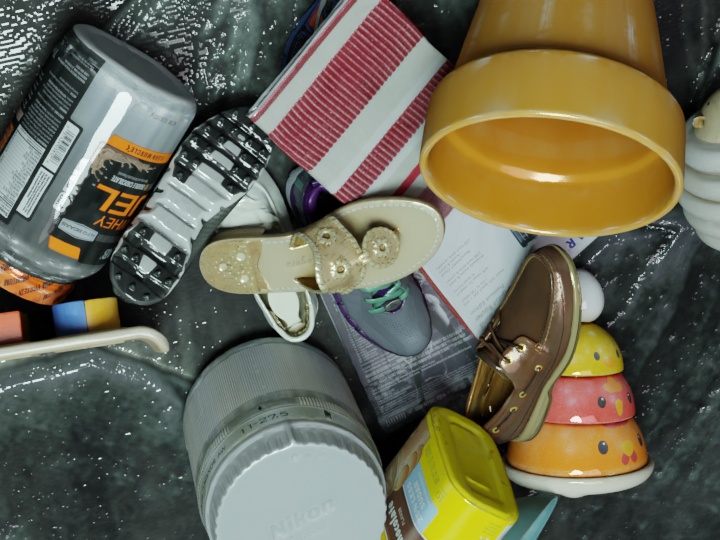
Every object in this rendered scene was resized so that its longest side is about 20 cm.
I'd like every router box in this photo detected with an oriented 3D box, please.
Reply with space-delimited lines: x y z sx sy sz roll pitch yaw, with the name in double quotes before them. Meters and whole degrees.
"router box" 0.123 -0.071 1.226 0.200 0.049 0.180 -41 116 -2

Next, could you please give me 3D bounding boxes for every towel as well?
"towel" 0.020 -0.119 1.122 0.200 0.023 0.144 39 92 -32

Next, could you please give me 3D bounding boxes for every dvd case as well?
"dvd case" 0.050 0.037 1.282 0.147 0.016 0.202 -25 115 -2

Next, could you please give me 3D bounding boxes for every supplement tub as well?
"supplement tub" -0.228 -0.082 1.106 0.122 0.123 0.201 28 104 -23

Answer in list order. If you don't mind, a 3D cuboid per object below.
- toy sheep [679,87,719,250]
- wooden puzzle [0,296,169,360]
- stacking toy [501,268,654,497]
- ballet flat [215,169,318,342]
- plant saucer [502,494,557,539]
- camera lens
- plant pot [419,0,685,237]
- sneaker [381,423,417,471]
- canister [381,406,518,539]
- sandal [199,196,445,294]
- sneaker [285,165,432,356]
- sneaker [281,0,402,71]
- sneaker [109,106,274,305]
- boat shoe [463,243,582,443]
"toy sheep" 0.347 -0.079 1.246 0.136 0.138 0.202 -21 121 -4
"wooden puzzle" -0.259 0.051 1.132 0.197 0.185 0.047 -3 87 -11
"stacking toy" 0.201 0.100 1.302 0.144 0.146 0.203 -4 97 -12
"ballet flat" -0.085 -0.023 1.197 0.069 0.070 0.202 -26 116 -2
"plant saucer" 0.111 0.280 1.266 0.036 0.200 0.202 33 104 16
"camera lens" -0.068 0.164 1.204 0.157 0.200 0.162 -5 114 -12
"plant pot" 0.154 -0.151 1.070 0.198 0.200 0.186 18 67 -20
"sneaker" -0.006 0.217 1.325 0.199 0.071 0.083 -36 96 5
"canister" 0.043 0.235 1.202 0.086 0.149 0.201 27 112 -21
"sandal" -0.036 -0.002 1.119 0.209 0.070 0.079 -7 118 16
"sneaker" 0.000 0.000 1.196 0.074 0.088 0.201 -35 106 0
"sneaker" -0.011 -0.199 1.135 0.074 0.079 0.202 13 108 -18
"sneaker" -0.143 -0.050 1.131 0.066 0.090 0.201 37 68 -9
"boat shoe" 0.139 0.071 1.216 0.067 0.072 0.202 -7 126 -31
